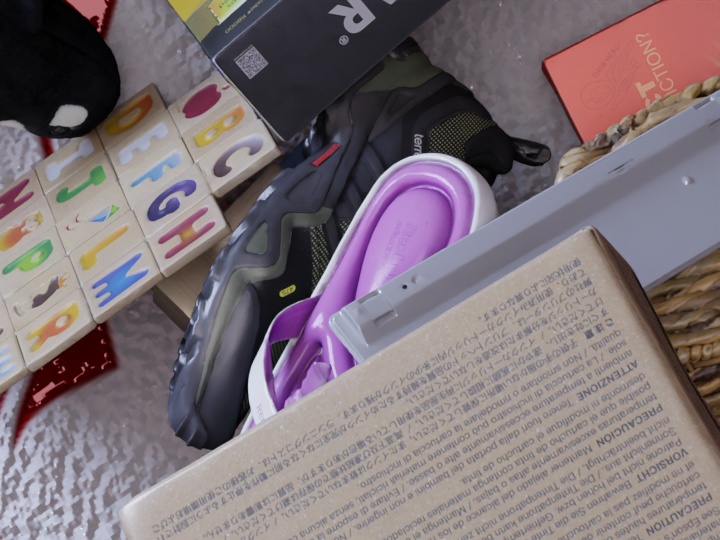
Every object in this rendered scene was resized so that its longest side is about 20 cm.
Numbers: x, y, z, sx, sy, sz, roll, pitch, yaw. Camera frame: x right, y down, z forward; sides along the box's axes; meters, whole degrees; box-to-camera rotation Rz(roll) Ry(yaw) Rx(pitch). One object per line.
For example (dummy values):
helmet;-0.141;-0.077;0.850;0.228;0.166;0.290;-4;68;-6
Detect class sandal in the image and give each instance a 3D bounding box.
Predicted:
sandal;-0.011;0.041;1.142;0.082;0.050;0.203;6;67;34

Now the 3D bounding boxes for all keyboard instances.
keyboard;0.083;-0.007;1.145;0.200;0.011;0.056;-30;73;-23

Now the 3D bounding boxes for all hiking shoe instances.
hiking shoe;0.000;0.000;1.221;0.101;0.076;0.200;33;70;2

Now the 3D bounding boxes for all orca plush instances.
orca plush;-0.163;-0.130;1.270;0.071;0.105;0.200;-21;120;37

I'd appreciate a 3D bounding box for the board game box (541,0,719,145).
board game box;0.201;-0.068;1.304;0.200;0.040;0.153;-27;87;3

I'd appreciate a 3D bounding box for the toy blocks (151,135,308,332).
toy blocks;0.010;0.013;1.299;0.200;0.100;0.137;43;80;4

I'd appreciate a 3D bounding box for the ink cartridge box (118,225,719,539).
ink cartridge box;0.041;0.108;1.035;0.200;0.075;0.165;-30;69;8

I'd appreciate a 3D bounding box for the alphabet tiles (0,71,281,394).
alphabet tiles;-0.126;-0.012;1.274;0.200;0.166;0.006;-35;117;3

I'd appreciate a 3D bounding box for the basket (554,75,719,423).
basket;0.187;0.005;1.252;0.199;0.149;0.143;-14;55;4

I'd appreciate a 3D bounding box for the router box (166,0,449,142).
router box;0.008;-0.159;1.263;0.200;0.157;0.052;-41;117;2
